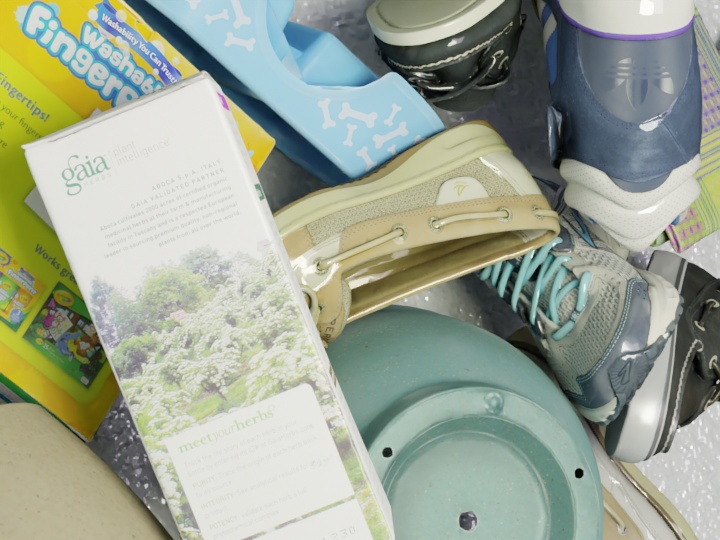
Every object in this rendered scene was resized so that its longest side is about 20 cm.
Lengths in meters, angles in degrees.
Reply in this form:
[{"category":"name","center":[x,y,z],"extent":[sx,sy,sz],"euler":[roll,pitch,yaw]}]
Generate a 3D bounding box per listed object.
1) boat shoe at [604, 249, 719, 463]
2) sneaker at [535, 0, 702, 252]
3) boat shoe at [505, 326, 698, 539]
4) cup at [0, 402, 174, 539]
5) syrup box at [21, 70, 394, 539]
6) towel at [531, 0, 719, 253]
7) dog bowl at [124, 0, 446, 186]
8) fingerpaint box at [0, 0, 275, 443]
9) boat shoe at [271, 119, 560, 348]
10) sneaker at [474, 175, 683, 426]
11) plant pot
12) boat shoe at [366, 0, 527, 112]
[{"category":"boat shoe","center":[0.165,0.042,1.087],"extent":[0.200,0.057,0.069],"euler":[-61,166,-64]},{"category":"sneaker","center":[0.119,-0.090,1.015],"extent":[0.080,0.200,0.147],"euler":[-2,114,-1]},{"category":"boat shoe","center":[0.116,0.129,1.110],"extent":[0.068,0.075,0.200],"euler":[-40,101,-28]},{"category":"cup","center":[-0.156,0.137,0.851],"extent":[0.200,0.200,0.143],"euler":[-13,77,-36]},{"category":"syrup box","center":[-0.058,0.027,0.849],"extent":[0.079,0.081,0.200],"euler":[-22,92,1]},{"category":"towel","center":[0.146,-0.113,1.115],"extent":[0.144,0.023,0.200],"euler":[-27,89,-52]},{"category":"dog bowl","center":[-0.048,-0.104,0.971],"extent":[0.200,0.111,0.050],"euler":[41,83,-29]},{"category":"fingerpaint box","center":[-0.160,-0.051,0.905],"extent":[0.200,0.073,0.167],"euler":[41,67,-29]},{"category":"boat shoe","center":[0.000,0.001,0.951],"extent":[0.201,0.073,0.063],"euler":[-28,69,-30]},{"category":"sneaker","center":[0.091,0.007,1.035],"extent":[0.086,0.200,0.078],"euler":[27,104,-18]},{"category":"plant pot","center":[0.031,0.112,0.971],"extent":[0.200,0.134,0.201],"euler":[1,86,-19]},{"category":"boat shoe","center":[0.045,-0.110,1.006],"extent":[0.074,0.199,0.066],"euler":[-14,105,3]}]
